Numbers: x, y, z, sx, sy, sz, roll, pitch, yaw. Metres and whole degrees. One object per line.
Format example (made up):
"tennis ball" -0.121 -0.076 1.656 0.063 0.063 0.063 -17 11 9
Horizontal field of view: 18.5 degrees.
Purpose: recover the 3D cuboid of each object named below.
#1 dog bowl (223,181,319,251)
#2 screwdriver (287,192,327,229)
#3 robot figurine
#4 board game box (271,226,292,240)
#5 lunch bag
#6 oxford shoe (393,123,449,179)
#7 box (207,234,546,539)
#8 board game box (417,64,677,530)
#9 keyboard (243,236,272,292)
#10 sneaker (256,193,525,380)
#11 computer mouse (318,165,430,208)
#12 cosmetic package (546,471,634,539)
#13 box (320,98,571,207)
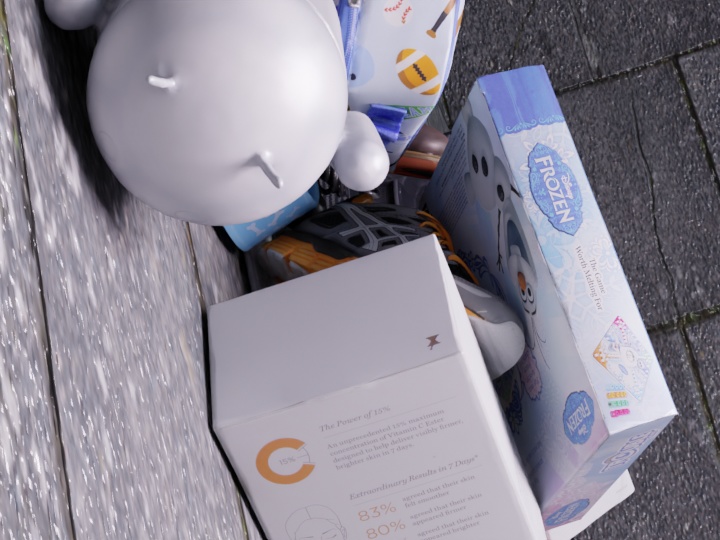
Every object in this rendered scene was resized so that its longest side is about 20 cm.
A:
"dog bowl" -0.076 -0.112 1.226 0.111 0.049 0.200 -73 144 -77
"screwdriver" 0.000 0.000 1.293 0.200 0.028 0.029 47 -3 11
"robot figurine" -0.063 -0.089 0.990 0.169 0.113 0.200 26 16 -11
"board game box" 0.026 0.055 1.337 0.135 0.029 0.200 37 14 -51
"lunch bag" 0.010 -0.135 1.152 0.200 0.075 0.161 117 -17 -77
"oxford shoe" -0.011 -0.107 1.314 0.071 0.073 0.200 12 12 -43
"box" 0.015 0.101 1.112 0.098 0.124 0.200 -100 170 -53
"board game box" 0.093 0.022 1.195 0.200 0.043 0.200 113 -39 -67
"keyboard" -0.050 0.027 1.268 0.056 0.011 0.200 62 12 -58
"sneaker" 0.024 0.002 1.206 0.200 0.077 0.078 25 -33 48
"computer mouse" 0.041 -0.019 1.432 0.200 0.053 0.139 46 27 -7
"cosmetic package" 0.081 0.099 1.483 0.200 0.081 0.113 13 -50 57
"box" 0.076 -0.014 1.609 0.107 0.199 0.149 -95 166 -62
